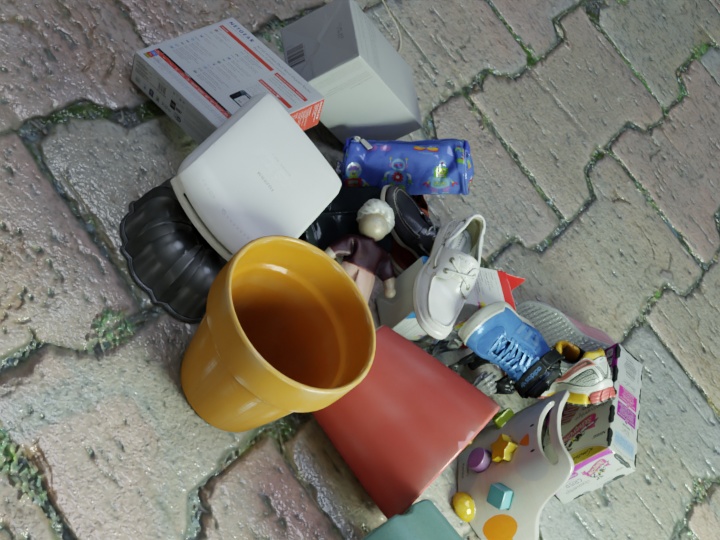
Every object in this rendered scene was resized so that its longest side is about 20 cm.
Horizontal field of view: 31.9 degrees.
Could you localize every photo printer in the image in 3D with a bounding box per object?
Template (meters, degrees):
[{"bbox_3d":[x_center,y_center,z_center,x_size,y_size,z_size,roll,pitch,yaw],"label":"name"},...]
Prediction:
[{"bbox_3d":[-0.130,-0.102,1.547,0.167,0.069,0.200,51,48,-11],"label":"photo printer"}]

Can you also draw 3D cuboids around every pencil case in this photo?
[{"bbox_3d":[0.065,-0.154,1.819,0.197,0.088,0.079,2,41,4],"label":"pencil case"}]

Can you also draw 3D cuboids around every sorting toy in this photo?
[{"bbox_3d":[0.214,0.242,1.644,0.106,0.180,0.202,27,45,-24],"label":"sorting toy"}]

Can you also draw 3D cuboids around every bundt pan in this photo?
[{"bbox_3d":[-0.196,-0.036,1.573,0.200,0.076,0.204,23,47,-26],"label":"bundt pan"}]

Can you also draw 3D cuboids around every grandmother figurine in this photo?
[{"bbox_3d":[0.000,0.000,1.678,0.121,0.060,0.202,29,70,-33],"label":"grandmother figurine"}]

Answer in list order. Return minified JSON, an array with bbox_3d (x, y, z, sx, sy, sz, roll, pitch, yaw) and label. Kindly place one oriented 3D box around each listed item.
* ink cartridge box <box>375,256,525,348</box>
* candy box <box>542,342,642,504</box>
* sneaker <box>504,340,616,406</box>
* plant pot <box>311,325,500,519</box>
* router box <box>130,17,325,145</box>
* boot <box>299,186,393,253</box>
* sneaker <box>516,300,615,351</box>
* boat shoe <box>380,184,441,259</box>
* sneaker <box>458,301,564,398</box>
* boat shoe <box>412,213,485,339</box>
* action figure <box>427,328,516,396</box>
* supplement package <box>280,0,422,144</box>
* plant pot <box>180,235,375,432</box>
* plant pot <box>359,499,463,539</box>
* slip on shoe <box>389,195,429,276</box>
[{"bbox_3d":[0.134,0.049,1.770,0.198,0.116,0.068,10,55,-36],"label":"ink cartridge box"},{"bbox_3d":[0.329,0.217,1.798,0.061,0.136,0.201,37,41,-20],"label":"candy box"},{"bbox_3d":[0.282,0.137,1.786,0.077,0.199,0.083,-10,97,-37],"label":"sneaker"},{"bbox_3d":[0.044,0.179,1.551,0.177,0.201,0.200,43,40,9],"label":"plant pot"},{"bbox_3d":[-0.178,-0.245,1.700,0.179,0.049,0.200,-29,62,-39],"label":"router box"},{"bbox_3d":[-0.047,-0.105,1.756,0.167,0.076,0.202,-5,69,-41],"label":"boot"},{"bbox_3d":[0.321,0.110,1.936,0.199,0.076,0.105,28,5,6],"label":"sneaker"},{"bbox_3d":[0.100,-0.049,1.778,0.201,0.062,0.073,53,42,-28],"label":"boat shoe"},{"bbox_3d":[0.208,0.111,1.667,0.112,0.077,0.199,53,13,26],"label":"sneaker"},{"bbox_3d":[0.122,-0.001,1.655,0.070,0.069,0.201,34,47,-19],"label":"boat shoe"},{"bbox_3d":[0.134,0.135,1.717,0.199,0.102,0.120,-3,59,-46],"label":"action figure"},{"bbox_3d":[-0.011,-0.279,1.839,0.200,0.119,0.122,40,33,-50],"label":"supplement package"},{"bbox_3d":[-0.113,0.093,1.464,0.199,0.183,0.202,23,46,-26],"label":"plant pot"},{"bbox_3d":[0.076,0.380,1.419,0.199,0.201,0.197,-16,63,-47],"label":"plant pot"},{"bbox_3d":[0.070,-0.067,1.845,0.073,0.061,0.202,20,49,-32],"label":"slip on shoe"}]
